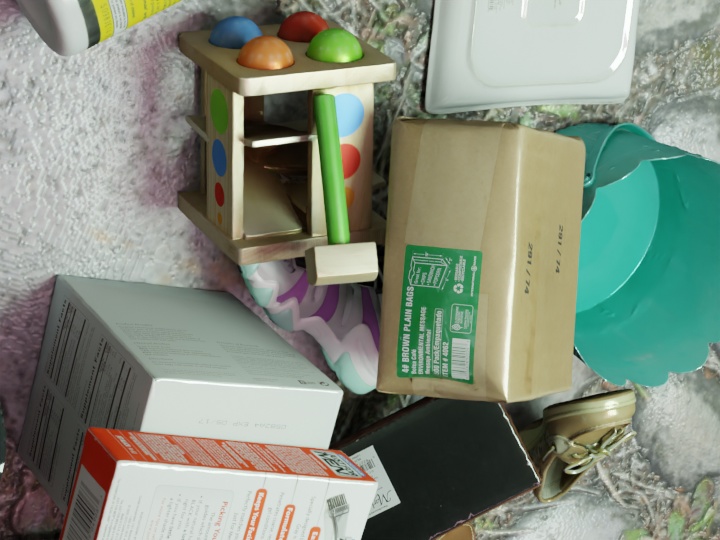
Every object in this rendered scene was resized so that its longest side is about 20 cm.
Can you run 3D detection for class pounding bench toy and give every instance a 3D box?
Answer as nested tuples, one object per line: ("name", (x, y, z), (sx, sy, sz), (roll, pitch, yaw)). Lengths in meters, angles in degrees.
("pounding bench toy", (-0.040, -0.092, 1.453), (0.124, 0.200, 0.156), (-8, 114, -24))

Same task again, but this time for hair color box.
("hair color box", (-0.098, 0.175, 1.371), (0.200, 0.064, 0.111), (9, 104, -30))

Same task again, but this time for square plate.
("square plate", (0.150, -0.223, 1.613), (0.198, 0.028, 0.201), (-6, 112, -28))

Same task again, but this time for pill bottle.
("pill bottle", (-0.144, -0.238, 1.391), (0.200, 0.112, 0.113), (-29, 121, -16))

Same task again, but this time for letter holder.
("letter holder", (0.036, 0.166, 1.655), (0.200, 0.142, 0.101), (-27, 91, 3))

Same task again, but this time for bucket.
("bucket", (0.214, -0.020, 1.666), (0.207, 0.135, 0.208), (-12, 116, -25))

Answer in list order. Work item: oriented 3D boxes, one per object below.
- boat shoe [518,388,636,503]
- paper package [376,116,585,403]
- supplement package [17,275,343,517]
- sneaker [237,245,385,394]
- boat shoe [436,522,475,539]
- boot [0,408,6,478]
("boat shoe", (0.184, 0.144, 1.684), (0.073, 0.200, 0.063), (-9, 75, -13))
("paper package", (0.091, -0.008, 1.488), (0.191, 0.103, 0.201), (1, 92, -69))
("supplement package", (-0.137, 0.113, 1.483), (0.151, 0.200, 0.151), (6, 107, -31))
("sneaker", (0.000, 0.000, 1.571), (0.140, 0.078, 0.200), (-35, 135, 13))
("boat shoe", (0.045, 0.267, 1.691), (0.200, 0.068, 0.072), (-35, 120, -42))
("boot", (-0.341, 0.078, 1.366), (0.168, 0.200, 0.077), (6, 131, -33))
